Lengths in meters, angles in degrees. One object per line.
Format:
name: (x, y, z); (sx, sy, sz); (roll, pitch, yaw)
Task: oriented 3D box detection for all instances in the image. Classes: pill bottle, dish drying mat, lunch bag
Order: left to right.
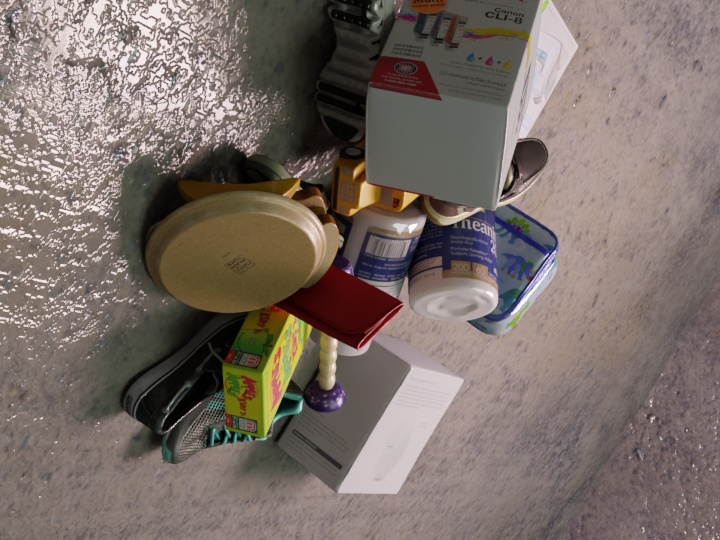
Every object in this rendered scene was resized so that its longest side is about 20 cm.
dish drying mat: (-0.050, 0.021, 1.294); (0.077, 0.200, 0.018); (-43, 138, -25)
pill bottle: (0.000, 0.000, 1.448); (0.111, 0.111, 0.200); (-18, 133, -51)
pill bottle: (0.114, -0.046, 1.483); (0.111, 0.111, 0.200); (54, 32, -61)
lunch bag: (0.154, -0.026, 1.576); (0.161, 0.200, 0.082); (-48, 158, -14)

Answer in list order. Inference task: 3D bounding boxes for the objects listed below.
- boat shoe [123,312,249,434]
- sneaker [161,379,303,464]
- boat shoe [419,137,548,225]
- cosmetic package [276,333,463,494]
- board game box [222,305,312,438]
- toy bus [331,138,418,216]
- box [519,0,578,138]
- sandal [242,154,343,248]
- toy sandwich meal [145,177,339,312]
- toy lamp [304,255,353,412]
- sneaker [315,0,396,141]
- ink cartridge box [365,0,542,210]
boat shoe: (-0.170, 0.111, 1.330); (0.199, 0.068, 0.074); (-35, 146, -39)
sneaker: (-0.147, 0.174, 1.411); (0.200, 0.091, 0.078); (-35, 144, -36)
boat shoe: (0.163, -0.112, 1.428); (0.200, 0.073, 0.065); (-31, -178, -32)
cosmetic package: (0.017, 0.198, 1.672); (0.200, 0.123, 0.199); (-58, 153, 5)
board game box: (-0.100, 0.080, 1.342); (0.200, 0.047, 0.102); (-68, 166, -48)
toy bus: (0.043, -0.123, 1.351); (0.200, 0.078, 0.065); (-42, 146, -50)
box: (0.165, -0.257, 1.468); (0.177, 0.097, 0.200); (-60, 154, 0)
sandal: (-0.063, -0.079, 1.306); (0.057, 0.080, 0.201); (-64, 155, -16)
toy sandwich meal: (-0.122, -0.033, 1.220); (0.205, 0.070, 0.205); (-7, 142, -6)
toy lamp: (-0.036, 0.073, 1.399); (0.058, 0.058, 0.200); (-30, 139, -41)
sneaker: (0.004, -0.229, 1.265); (0.081, 0.075, 0.200); (-40, 150, -47)
ink cartridge box: (0.100, -0.192, 1.251); (0.145, 0.145, 0.200); (90, 16, -47)
